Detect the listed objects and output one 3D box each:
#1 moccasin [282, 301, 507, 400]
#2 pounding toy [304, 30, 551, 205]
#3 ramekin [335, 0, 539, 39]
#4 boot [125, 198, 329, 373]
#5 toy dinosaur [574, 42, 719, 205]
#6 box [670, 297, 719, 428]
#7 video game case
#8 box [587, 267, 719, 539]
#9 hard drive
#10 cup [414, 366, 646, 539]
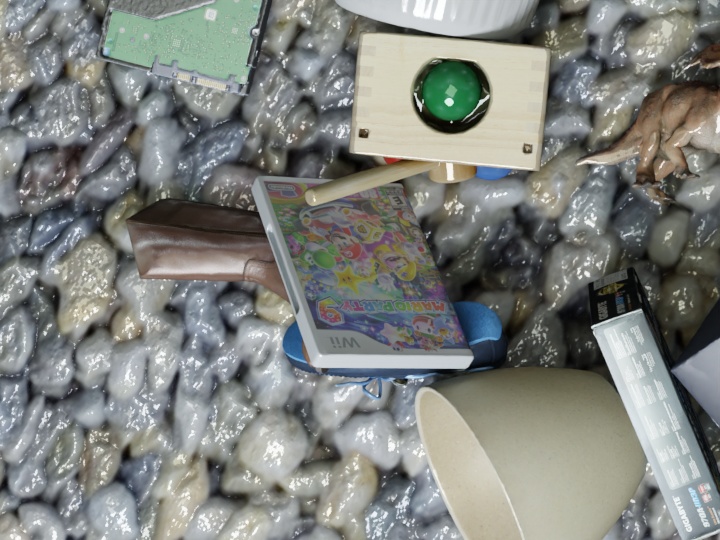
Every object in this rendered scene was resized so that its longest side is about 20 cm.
[{"bbox_3d":[0.029,0.075,1.663,0.200,0.068,0.081,0,53,26],"label":"moccasin"},{"bbox_3d":[0.060,-0.121,1.601,0.184,0.200,0.143,5,95,4],"label":"pounding toy"},{"bbox_3d":[0.063,-0.255,1.600,0.202,0.202,0.094,11,105,4],"label":"ramekin"},{"bbox_3d":[-0.110,0.009,1.649,0.200,0.187,0.064,7,128,1],"label":"boot"},{"bbox_3d":[0.278,-0.134,1.636,0.200,0.086,0.136,-12,74,44],"label":"toy dinosaur"},{"bbox_3d":[0.375,0.082,1.579,0.182,0.200,0.104,50,126,-2],"label":"box"},{"bbox_3d":[0.000,0.000,1.611,0.143,0.200,0.018,2,137,-27],"label":"video game case"},{"bbox_3d":[0.248,0.108,1.611,0.046,0.159,0.200,-22,100,10],"label":"box"},{"bbox_3d":[-0.141,-0.265,1.689,0.139,0.038,0.200,14,94,4],"label":"hard drive"},{"bbox_3d":[0.155,0.161,1.631,0.143,0.200,0.201,-24,92,-13],"label":"cup"}]
